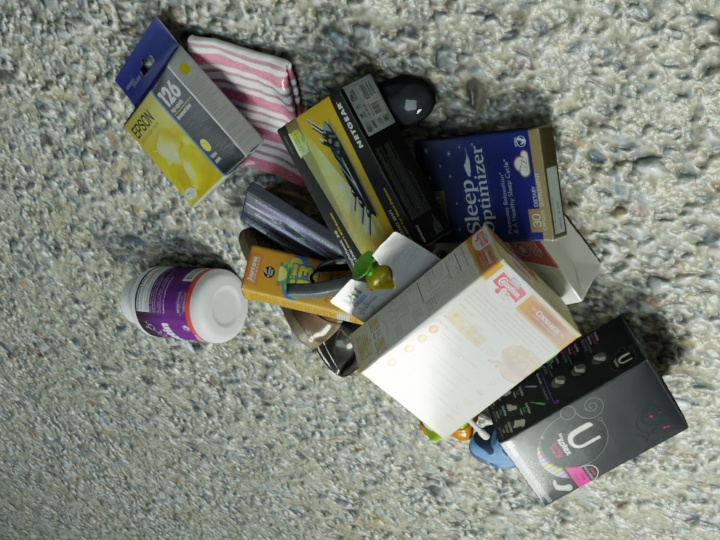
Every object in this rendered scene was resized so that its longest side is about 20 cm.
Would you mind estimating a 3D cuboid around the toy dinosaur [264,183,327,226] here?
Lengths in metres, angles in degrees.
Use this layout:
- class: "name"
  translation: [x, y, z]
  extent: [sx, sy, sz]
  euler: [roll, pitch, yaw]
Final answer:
- class: "toy dinosaur"
  translation: [-0.037, -0.067, 1.521]
  extent: [0.200, 0.058, 0.101]
  euler: [37, 167, -27]

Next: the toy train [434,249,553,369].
- class: "toy train"
  translation: [0.153, 0.044, 1.373]
  extent: [0.200, 0.042, 0.056]
  euler: [36, 136, -3]

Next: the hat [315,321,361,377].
- class: "hat"
  translation: [-0.015, 0.101, 1.669]
  extent: [0.200, 0.081, 0.201]
  euler: [22, 145, 16]

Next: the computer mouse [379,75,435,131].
- class: "computer mouse"
  translation: [0.015, -0.172, 1.350]
  extent: [0.059, 0.034, 0.200]
  euler: [45, 146, -16]

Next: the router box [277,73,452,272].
- class: "router box"
  translation: [0.001, -0.107, 1.350]
  extent: [0.157, 0.052, 0.201]
  euler: [-22, 98, 58]

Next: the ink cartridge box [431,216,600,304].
- class: "ink cartridge box"
  translation: [0.168, -0.010, 1.389]
  extent: [0.200, 0.068, 0.117]
  euler: [-14, 123, 47]

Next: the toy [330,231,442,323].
- class: "toy"
  translation: [0.075, 0.032, 1.328]
  extent: [0.200, 0.047, 0.115]
  euler: [30, 115, -29]

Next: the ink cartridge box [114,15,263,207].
- class: "ink cartridge box"
  translation: [-0.234, -0.195, 1.486]
  extent: [0.200, 0.047, 0.198]
  euler: [47, 150, -7]

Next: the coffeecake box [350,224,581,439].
- class: "coffeecake box"
  translation: [0.115, 0.071, 1.288]
  extent: [0.200, 0.073, 0.153]
  euler: [-39, 123, 15]

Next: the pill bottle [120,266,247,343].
- class: "pill bottle"
  translation: [-0.277, 0.051, 1.804]
  extent: [0.199, 0.113, 0.113]
  euler: [2, 135, 39]

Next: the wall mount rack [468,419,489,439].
- class: "wall mount rack"
  translation: [0.186, 0.157, 1.526]
  extent: [0.199, 0.075, 0.175]
  euler: [-5, 107, 32]

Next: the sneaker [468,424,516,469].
- class: "sneaker"
  translation: [0.234, 0.227, 1.625]
  extent: [0.199, 0.074, 0.082]
  euler: [-8, 126, 36]

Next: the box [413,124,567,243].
- class: "box"
  translation: [0.132, -0.092, 1.293]
  extent: [0.199, 0.032, 0.122]
  euler: [0, 104, 46]

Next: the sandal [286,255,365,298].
- class: "sandal"
  translation: [0.000, 0.000, 1.483]
  extent: [0.076, 0.199, 0.043]
  euler: [135, 121, -80]

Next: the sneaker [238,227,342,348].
- class: "sneaker"
  translation: [-0.091, 0.009, 1.624]
  extent: [0.075, 0.070, 0.200]
  euler: [-38, 76, 14]

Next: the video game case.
- class: "video game case"
  translation: [-0.089, -0.053, 1.523]
  extent: [0.143, 0.019, 0.200]
  euler: [32, 169, -3]

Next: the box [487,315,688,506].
- class: "box"
  translation: [0.268, 0.169, 1.400]
  extent: [0.200, 0.106, 0.122]
  euler: [-32, 117, 11]

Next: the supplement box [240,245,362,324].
- class: "supplement box"
  translation: [-0.056, 0.023, 1.547]
  extent: [0.199, 0.067, 0.069]
  euler: [12, 171, 3]

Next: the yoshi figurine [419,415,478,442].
- class: "yoshi figurine"
  translation: [0.104, 0.158, 1.645]
  extent: [0.112, 0.112, 0.200]
  euler: [46, 172, 37]

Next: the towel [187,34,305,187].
- class: "towel"
  translation: [-0.135, -0.195, 1.452]
  extent: [0.146, 0.030, 0.200]
  euler: [17, 142, 24]
